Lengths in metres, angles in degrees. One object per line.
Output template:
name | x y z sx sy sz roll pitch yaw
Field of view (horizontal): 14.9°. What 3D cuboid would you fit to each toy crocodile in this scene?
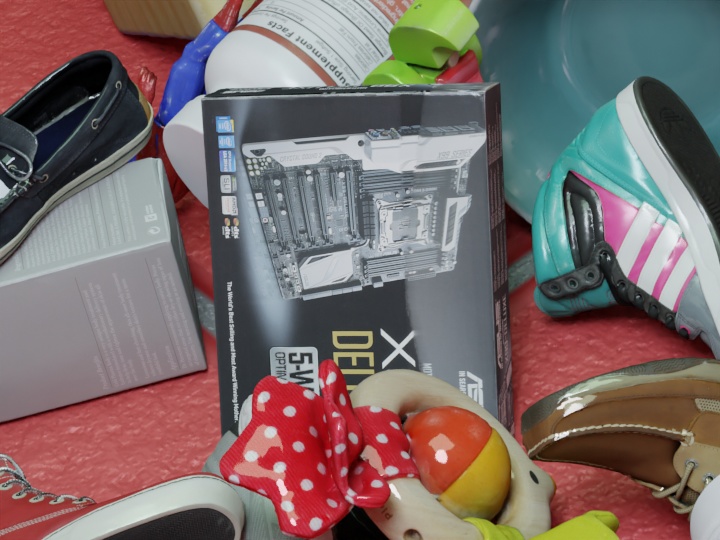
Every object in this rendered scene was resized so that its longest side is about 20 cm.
toy crocodile | 0.047 -0.074 1.551 0.062 0.201 0.067 22 47 31

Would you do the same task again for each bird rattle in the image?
bird rattle | 0.031 0.113 1.397 0.200 0.113 0.163 33 26 0

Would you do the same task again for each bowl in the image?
bowl | 0.163 -0.119 1.597 0.200 0.202 0.105 5 26 18

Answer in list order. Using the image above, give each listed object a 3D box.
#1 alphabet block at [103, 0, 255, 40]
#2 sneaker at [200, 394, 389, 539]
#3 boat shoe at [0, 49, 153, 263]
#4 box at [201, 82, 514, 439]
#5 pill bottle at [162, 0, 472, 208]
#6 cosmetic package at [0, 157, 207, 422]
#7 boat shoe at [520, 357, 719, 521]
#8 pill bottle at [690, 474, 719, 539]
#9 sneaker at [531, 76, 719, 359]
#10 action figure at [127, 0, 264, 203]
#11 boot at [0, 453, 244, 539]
alphabet block | -0.091 -0.278 1.755 0.195 0.201 0.196 -31 17 -20
sneaker | -0.024 0.156 1.432 0.079 0.074 0.200 -47 50 21
boat shoe | -0.201 -0.057 1.543 0.200 0.062 0.075 -38 48 -25
box | 0.000 0.000 1.493 0.157 0.201 0.050 0 10 14
pill bottle | -0.017 -0.116 1.599 0.112 0.112 0.200 28 63 36
cosmetic package | -0.197 0.020 1.581 0.199 0.107 0.090 -12 41 -1
boat shoe | 0.181 0.089 1.400 0.199 0.076 0.074 0 69 -21
pill bottle | 0.217 0.186 1.292 0.119 0.120 0.200 -11 42 2
sneaker | 0.159 0.007 1.528 0.121 0.083 0.201 -35 70 33
action figure | -0.105 -0.103 1.648 0.052 0.200 0.065 32 21 17
boot | -0.159 0.128 1.463 0.199 0.072 0.145 -26 39 11
